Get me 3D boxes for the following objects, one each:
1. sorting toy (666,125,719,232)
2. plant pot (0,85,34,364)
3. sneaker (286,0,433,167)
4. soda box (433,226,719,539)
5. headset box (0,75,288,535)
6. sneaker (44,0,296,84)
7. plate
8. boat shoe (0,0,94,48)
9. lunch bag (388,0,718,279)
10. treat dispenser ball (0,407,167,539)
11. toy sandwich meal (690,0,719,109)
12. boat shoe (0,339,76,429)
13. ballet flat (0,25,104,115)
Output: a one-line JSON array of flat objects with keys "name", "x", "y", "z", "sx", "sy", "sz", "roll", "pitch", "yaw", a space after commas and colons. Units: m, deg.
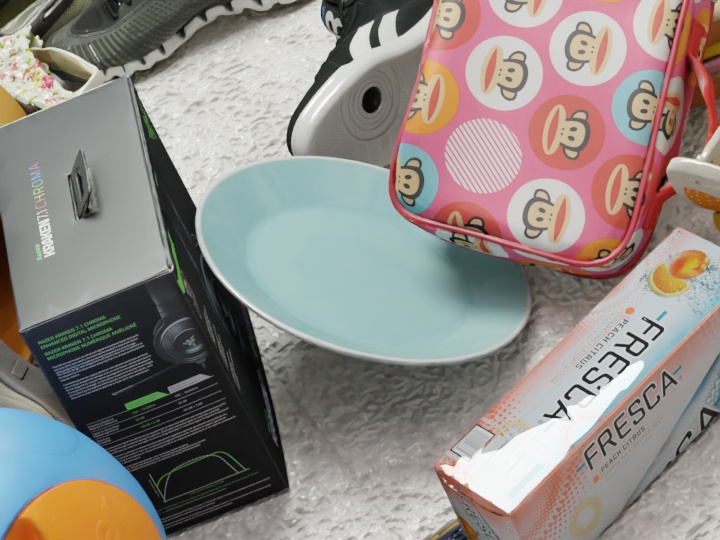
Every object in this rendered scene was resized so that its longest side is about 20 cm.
[{"name": "sorting toy", "x": 0.296, "y": -0.071, "z": 1.593, "sx": 0.179, "sy": 0.107, "sz": 0.200, "roll": 19, "pitch": 57, "yaw": 29}, {"name": "plant pot", "x": -0.274, "y": -0.032, "z": 1.768, "sx": 0.199, "sy": 0.201, "sz": 0.184, "roll": -14, "pitch": 27, "yaw": 13}, {"name": "sneaker", "x": 0.000, "y": -0.132, "z": 1.816, "sx": 0.112, "sy": 0.073, "sz": 0.200, "roll": 18, "pitch": 49, "yaw": 41}, {"name": "soda box", "x": 0.134, "y": 0.072, "z": 1.542, "sx": 0.200, "sy": 0.069, "sz": 0.063, "roll": -43, "pitch": 45, "yaw": -17}, {"name": "headset box", "x": -0.128, "y": 0.017, "z": 1.626, "sx": 0.092, "sy": 0.201, "sz": 0.175, "roll": -22, "pitch": 41, "yaw": 5}, {"name": "sneaker", "x": -0.126, "y": -0.195, "z": 1.916, "sx": 0.199, "sy": 0.091, "sz": 0.067, "roll": -23, "pitch": 41, "yaw": 3}, {"name": "plate", "x": 0.000, "y": 0.000, "z": 1.655, "sx": 0.199, "sy": 0.026, "sz": 0.201, "roll": 13, "pitch": 32, "yaw": -8}, {"name": "boat shoe", "x": -0.252, "y": -0.151, "z": 1.952, "sx": 0.201, "sy": 0.066, "sz": 0.072, "roll": -40, "pitch": 44, "yaw": -15}, {"name": "lunch bag", "x": 0.120, "y": -0.100, "z": 1.641, "sx": 0.175, "sy": 0.082, "sz": 0.201, "roll": 16, "pitch": 88, "yaw": 17}, {"name": "treat dispenser ball", "x": -0.195, "y": 0.172, "z": 1.502, "sx": 0.200, "sy": 0.201, "sz": 0.202, "roll": -13, "pitch": 43, "yaw": 13}, {"name": "toy sandwich meal", "x": 0.176, "y": -0.168, "z": 1.758, "sx": 0.204, "sy": 0.070, "sz": 0.206, "roll": -13, "pitch": 44, "yaw": 13}, {"name": "boat shoe", "x": -0.234, "y": 0.065, "z": 1.653, "sx": 0.073, "sy": 0.200, "sz": 0.075, "roll": -48, "pitch": 3, "yaw": 9}, {"name": "ballet flat", "x": -0.181, "y": -0.100, "z": 1.851, "sx": 0.064, "sy": 0.076, "sz": 0.200, "roll": -43, "pitch": 54, "yaw": -12}]
